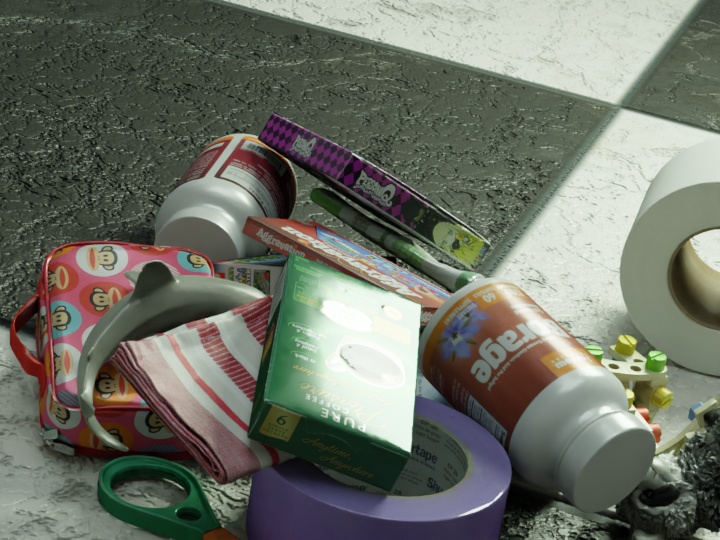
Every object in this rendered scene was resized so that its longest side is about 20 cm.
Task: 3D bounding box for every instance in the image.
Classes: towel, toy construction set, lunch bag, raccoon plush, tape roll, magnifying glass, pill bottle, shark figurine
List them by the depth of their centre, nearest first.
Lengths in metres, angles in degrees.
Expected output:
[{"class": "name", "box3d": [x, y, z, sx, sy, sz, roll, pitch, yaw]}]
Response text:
[{"class": "magnifying glass", "box3d": [-0.128, 0.196, 1.551, 0.079, 0.022, 0.200, -15, 35, -42]}, {"class": "towel", "box3d": [-0.078, 0.086, 1.557, 0.200, 0.023, 0.144, -18, 55, -46]}, {"class": "tape roll", "box3d": [0.014, 0.175, 1.570, 0.199, 0.085, 0.200, 8, 26, -4]}, {"class": "shark figurine", "box3d": [-0.177, 0.039, 1.600, 0.128, 0.090, 0.214, 35, 50, 20]}, {"class": "pill bottle", "box3d": [0.145, 0.103, 1.634, 0.112, 0.112, 0.200, -10, 39, -36]}, {"class": "raccoon plush", "box3d": [0.305, 0.208, 1.647, 0.200, 0.134, 0.097, 43, 13, -10]}, {"class": "lunch bag", "box3d": [-0.205, 0.064, 1.680, 0.176, 0.082, 0.200, 3, 45, -12]}, {"class": "toy construction set", "box3d": [0.249, 0.127, 1.761, 0.131, 0.092, 0.200, -2, 17, -24]}, {"class": "towel", "box3d": [0.057, -0.017, 1.947, 0.200, 0.031, 0.149, 33, -1, 25]}, {"class": "tape roll", "box3d": [0.362, -0.015, 1.959, 0.202, 0.203, 0.139, 14, 25, 11]}, {"class": "pill bottle", "box3d": [-0.135, -0.051, 1.961, 0.113, 0.113, 0.200, 13, 25, 7]}]

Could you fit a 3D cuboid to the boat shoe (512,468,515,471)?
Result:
[{"class": "boat shoe", "box3d": [0.138, 0.112, 1.760, 0.073, 0.075, 0.200, 6, 24, -8]}]

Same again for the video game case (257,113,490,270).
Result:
[{"class": "video game case", "box3d": [0.011, -0.078, 1.953, 0.181, 0.036, 0.200, 32, 0, -30]}]

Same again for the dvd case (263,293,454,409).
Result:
[{"class": "dvd case", "box3d": [-0.011, 0.093, 1.710, 0.199, 0.018, 0.143, 8, 57, -13]}]

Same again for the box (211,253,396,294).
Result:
[{"class": "box", "box3d": [-0.052, 0.007, 1.868, 0.110, 0.035, 0.200, 3, 5, 22]}]

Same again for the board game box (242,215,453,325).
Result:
[{"class": "board game box", "box3d": [0.000, 0.000, 1.770, 0.200, 0.019, 0.103, 28, 15, 32]}]

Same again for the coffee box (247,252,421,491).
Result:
[{"class": "coffee box", "box3d": [-0.017, 0.075, 1.555, 0.123, 0.044, 0.200, 21, 33, -11]}]
